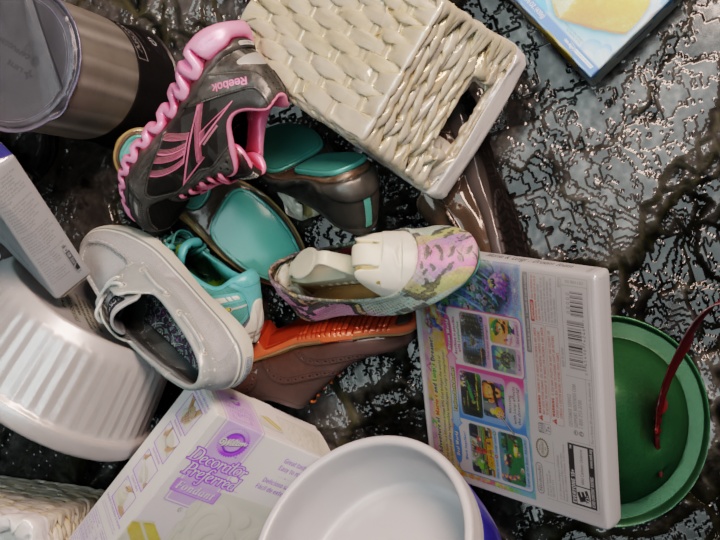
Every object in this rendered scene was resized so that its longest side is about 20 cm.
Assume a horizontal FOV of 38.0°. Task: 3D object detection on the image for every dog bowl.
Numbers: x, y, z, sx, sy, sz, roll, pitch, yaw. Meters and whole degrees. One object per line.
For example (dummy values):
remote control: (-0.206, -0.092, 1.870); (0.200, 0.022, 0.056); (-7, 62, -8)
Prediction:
dog bowl: (0.014, 0.240, 0.840); (0.198, 0.079, 0.202); (-19, 45, 20)

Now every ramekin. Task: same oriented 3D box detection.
ramekin: (-0.252, 0.067, 0.900); (0.201, 0.202, 0.095); (35, 97, 11)

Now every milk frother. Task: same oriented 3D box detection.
milk frother: (-0.289, -0.148, 0.907); (0.179, 0.188, 0.202); (32, 99, 12)

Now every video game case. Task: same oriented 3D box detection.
video game case: (0.119, 0.086, 0.825); (0.181, 0.024, 0.203); (9, 112, 45)

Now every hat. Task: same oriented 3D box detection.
hat: (0.189, 0.116, 0.794); (0.163, 0.176, 0.203); (1, 92, 14)

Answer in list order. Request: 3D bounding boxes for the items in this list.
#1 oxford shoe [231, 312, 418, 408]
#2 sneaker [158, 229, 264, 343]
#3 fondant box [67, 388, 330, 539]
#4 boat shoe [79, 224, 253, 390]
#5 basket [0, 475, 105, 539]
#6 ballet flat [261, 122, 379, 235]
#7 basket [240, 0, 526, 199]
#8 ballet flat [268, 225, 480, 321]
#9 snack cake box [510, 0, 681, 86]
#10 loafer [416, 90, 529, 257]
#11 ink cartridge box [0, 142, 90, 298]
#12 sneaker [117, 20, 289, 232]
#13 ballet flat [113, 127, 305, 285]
oxford shoe: (-0.037, 0.077, 0.918); (0.197, 0.071, 0.073); (-12, 106, 21)
sneaker: (-0.161, -0.001, 0.917); (0.198, 0.077, 0.081); (22, 120, 26)
fondant box: (-0.137, 0.202, 0.902); (0.201, 0.144, 0.058); (-52, 39, 10)
boat shoe: (-0.173, 0.027, 0.845); (0.200, 0.071, 0.071); (37, 114, 25)
basket: (-0.340, 0.295, 0.949); (0.197, 0.161, 0.201); (2, 92, 15)
ballet flat: (-0.040, -0.071, 0.866); (0.067, 0.200, 0.069); (-24, 115, -14)
basket: (0.006, -0.170, 0.826); (0.200, 0.123, 0.137); (39, 101, 37)
ballet flat: (0.000, 0.000, 0.838); (0.198, 0.071, 0.070); (-11, 62, 41)
snack cake box: (0.162, -0.263, 0.847); (0.115, 0.067, 0.200); (-44, 81, 13)
loafer: (0.087, -0.053, 0.879); (0.070, 0.073, 0.203); (-19, 82, 24)
ink cartridge box: (-0.313, -0.095, 0.821); (0.041, 0.201, 0.199); (-42, 57, -17)
sneaker: (-0.120, -0.092, 0.818); (0.095, 0.079, 0.201); (44, 126, 13)
ballet flat: (-0.129, -0.060, 0.931); (0.199, 0.063, 0.069); (39, 89, -9)
